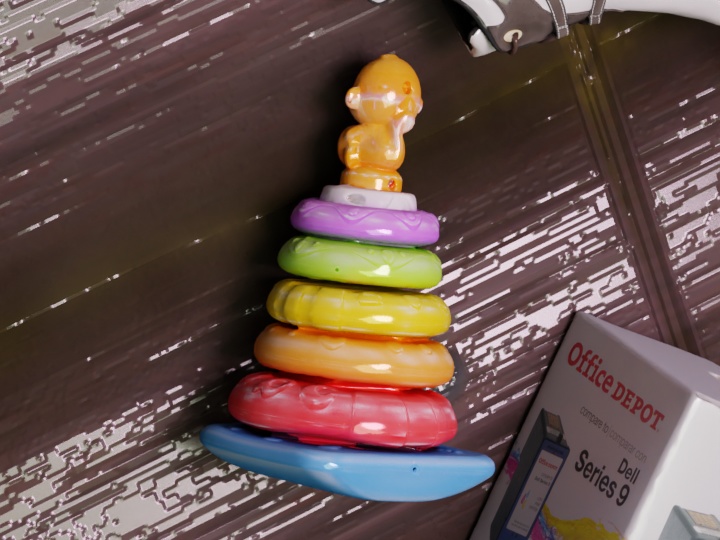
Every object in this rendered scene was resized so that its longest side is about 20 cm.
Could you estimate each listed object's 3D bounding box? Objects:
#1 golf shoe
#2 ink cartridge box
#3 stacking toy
[{"bbox_3d":[0.088,-0.138,1.388,0.199,0.078,0.095,18,106,-16],"label":"golf shoe"},{"bbox_3d":[0.122,0.138,1.439,0.087,0.145,0.201,24,97,-24],"label":"ink cartridge box"},{"bbox_3d":[0.000,0.000,1.383,0.116,0.109,0.201,3,94,-38],"label":"stacking toy"}]
